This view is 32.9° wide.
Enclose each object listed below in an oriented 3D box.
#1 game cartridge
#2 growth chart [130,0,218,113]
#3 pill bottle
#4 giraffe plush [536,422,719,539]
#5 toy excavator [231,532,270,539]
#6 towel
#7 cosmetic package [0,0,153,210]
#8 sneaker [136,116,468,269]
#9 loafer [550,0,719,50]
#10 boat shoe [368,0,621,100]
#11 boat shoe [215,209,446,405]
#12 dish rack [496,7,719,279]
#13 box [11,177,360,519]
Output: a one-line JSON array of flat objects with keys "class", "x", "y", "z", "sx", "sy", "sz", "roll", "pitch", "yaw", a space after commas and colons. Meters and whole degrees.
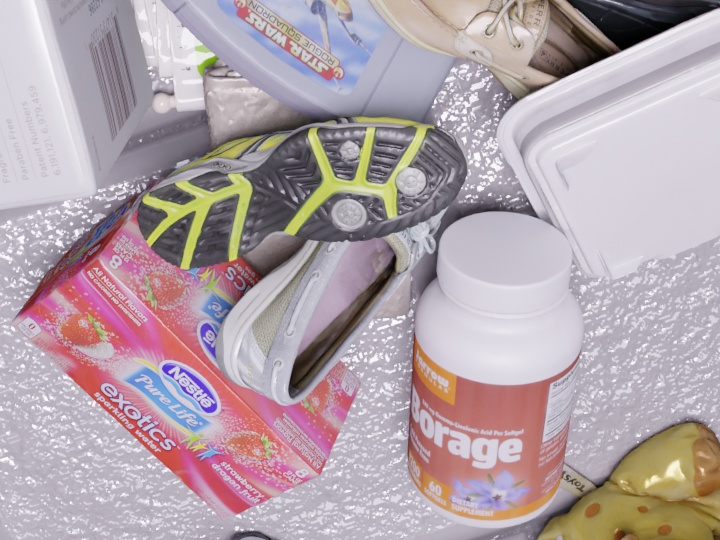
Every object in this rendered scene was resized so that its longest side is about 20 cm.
[{"class": "game cartridge", "x": -0.027, "y": -0.166, "z": 0.708, "sx": 0.200, "sy": 0.041, "sz": 0.133, "roll": 33, "pitch": 73, "yaw": -21}, {"class": "growth chart", "x": -0.089, "y": -0.190, "z": 0.749, "sx": 0.144, "sy": 0.018, "sz": 0.201, "roll": -15, "pitch": 116, "yaw": 0}, {"class": "pill bottle", "x": 0.089, "y": 0.067, "z": 0.819, "sx": 0.112, "sy": 0.112, "sz": 0.201, "roll": -3, "pitch": 125, "yaw": -5}, {"class": "giraffe plush", "x": 0.229, "y": 0.218, "z": 0.892, "sx": 0.199, "sy": 0.162, "sz": 0.173, "roll": 16, "pitch": 113, "yaw": -13}, {"class": "toy excavator", "x": -0.025, "y": 0.286, "z": 0.923, "sx": 0.200, "sy": 0.194, "sz": 0.100, "roll": 26, "pitch": 112, "yaw": 13}, {"class": "towel", "x": -0.032, "y": -0.051, "z": 0.804, "sx": 0.132, "sy": 0.035, "sz": 0.201, "roll": -3, "pitch": 121, "yaw": -4}, {"class": "cosmetic package", "x": -0.240, "y": -0.130, "z": 0.667, "sx": 0.199, "sy": 0.167, "sz": 0.167, "roll": -8, "pitch": 115, "yaw": 5}, {"class": "sneaker", "x": -0.034, "y": -0.059, "z": 0.714, "sx": 0.199, "sy": 0.076, "sz": 0.076, "roll": -7, "pitch": 120, "yaw": 18}, {"class": "loafer", "x": 0.185, "y": -0.175, "z": 0.767, "sx": 0.199, "sy": 0.073, "sz": 0.073, "roll": 14, "pitch": 81, "yaw": -6}, {"class": "boat shoe", "x": 0.083, "y": -0.149, "z": 0.706, "sx": 0.200, "sy": 0.065, "sz": 0.072, "roll": 27, "pitch": 79, "yaw": -37}, {"class": "boat shoe", "x": -0.001, "y": -0.001, "z": 0.744, "sx": 0.202, "sy": 0.065, "sz": 0.075, "roll": -45, "pitch": 133, "yaw": -22}, {"class": "dish rack", "x": 0.190, "y": -0.064, "z": 0.767, "sx": 0.171, "sy": 0.044, "sz": 0.200, "roll": -24, "pitch": 146, "yaw": 11}, {"class": "box", "x": -0.108, "y": 0.054, "z": 0.792, "sx": 0.100, "sy": 0.096, "sz": 0.200, "roll": -30, "pitch": 111, "yaw": 35}]
